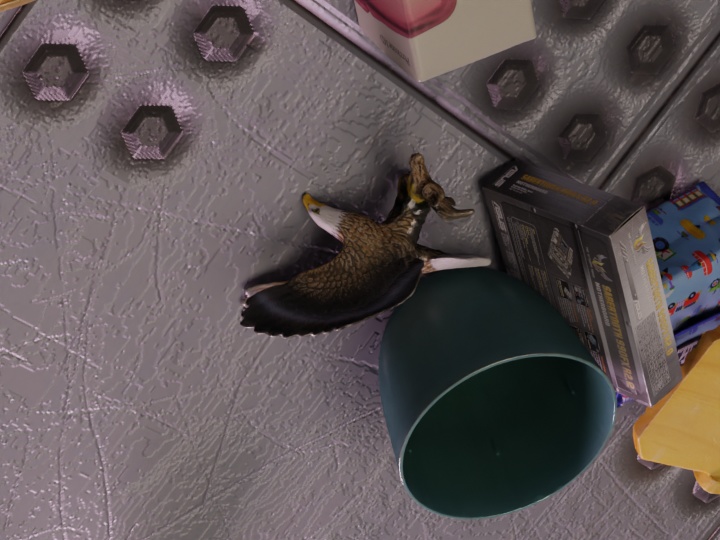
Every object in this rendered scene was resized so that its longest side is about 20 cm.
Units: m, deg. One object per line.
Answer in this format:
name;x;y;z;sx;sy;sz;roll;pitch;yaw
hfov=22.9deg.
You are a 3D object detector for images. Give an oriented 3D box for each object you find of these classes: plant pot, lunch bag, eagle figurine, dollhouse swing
plant pot;0.105;0.094;1.582;0.199;0.161;0.202;-12;134;-13
lunch bag;0.294;0.040;1.712;0.150;0.094;0.201;-27;139;-20
eagle figurine;-0.005;-0.004;1.513;0.200;0.151;0.152;-52;137;-4
dollhouse swing;0.351;0.090;1.712;0.175;0.182;0.201;22;120;-19

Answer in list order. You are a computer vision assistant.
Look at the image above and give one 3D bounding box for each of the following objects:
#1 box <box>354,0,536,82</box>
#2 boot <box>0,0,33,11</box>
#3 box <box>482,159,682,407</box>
box;0.050;-0.271;1.381;0.108;0.128;0.201;-22;124;-13
boot;-0.246;-0.275;1.280;0.200;0.071;0.145;-26;120;-15
box;0.199;0.011;1.593;0.048;0.158;0.201;-39;129;-25
